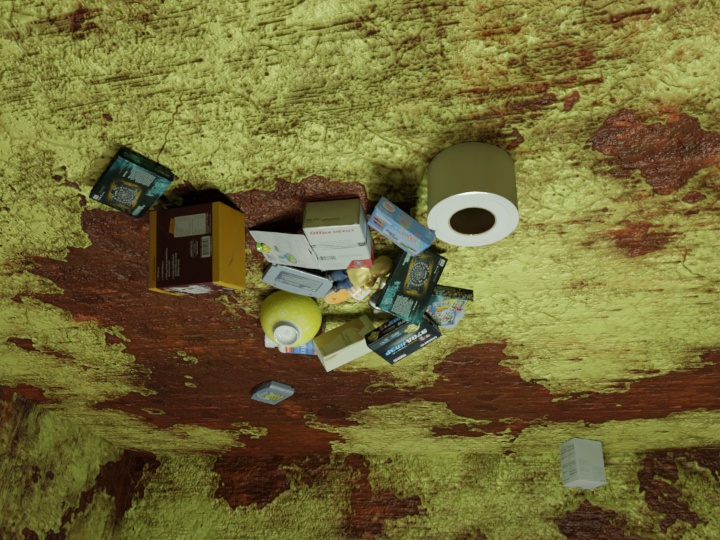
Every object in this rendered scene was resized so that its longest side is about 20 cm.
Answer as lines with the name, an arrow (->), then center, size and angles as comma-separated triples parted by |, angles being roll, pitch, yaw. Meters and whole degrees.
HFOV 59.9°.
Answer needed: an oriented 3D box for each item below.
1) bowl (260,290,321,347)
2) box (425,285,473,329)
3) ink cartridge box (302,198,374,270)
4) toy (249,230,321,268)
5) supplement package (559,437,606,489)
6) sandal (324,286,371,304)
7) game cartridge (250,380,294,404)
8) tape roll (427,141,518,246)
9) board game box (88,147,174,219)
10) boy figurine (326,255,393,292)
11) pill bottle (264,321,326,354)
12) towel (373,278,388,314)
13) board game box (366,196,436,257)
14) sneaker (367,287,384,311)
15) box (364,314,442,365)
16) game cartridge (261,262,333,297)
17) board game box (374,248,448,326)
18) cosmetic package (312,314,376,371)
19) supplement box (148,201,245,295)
bowl -> -0.224, 0.171, 1.951 | 0.197, 0.108, 0.202 | 1, 122, 2
box -> 0.255, 0.116, 1.944 | 0.135, 0.038, 0.201 | 9, 148, -7
ink cartridge box -> -0.052, -0.090, 1.600 | 0.145, 0.084, 0.201 | -3, 148, 11
toy -> -0.191, -0.067, 1.652 | 0.198, 0.047, 0.116 | 4, 136, 35
supplement package -> 1.080, 0.942, 3.046 | 0.150, 0.202, 0.151 | 10, 149, -10
sandal -> -0.022, 0.066, 1.852 | 0.206, 0.060, 0.079 | -33, 137, 31
game cartridge -> -0.388, 0.528, 2.698 | 0.132, 0.041, 0.200 | 25, 143, -24
tape roll -> 0.247, -0.165, 1.389 | 0.200, 0.141, 0.203 | 4, 149, 2
board game box -> -0.553, -0.203, 1.507 | 0.134, 0.028, 0.199 | 25, 141, -32
boy figurine -> 0.000, 0.000, 1.748 | 0.198, 0.065, 0.125 | -18, 109, 30
pill bottle -> -0.217, 0.223, 2.103 | 0.197, 0.113, 0.113 | 3, 149, 1
towel -> 0.114, 0.088, 1.920 | 0.131, 0.035, 0.201 | 5, 148, -3
board game box -> 0.092, -0.099, 1.482 | 0.151, 0.037, 0.200 | 36, 173, -1
sneaker -> 0.108, 0.033, 1.725 | 0.199, 0.083, 0.122 | -22, 140, -45
box -> 0.134, 0.206, 1.967 | 0.199, 0.046, 0.159 | -32, 137, 16
game cartridge -> -0.184, 0.023, 1.846 | 0.198, 0.042, 0.133 | 17, 151, -21
board game box -> 0.138, 0.032, 1.680 | 0.134, 0.202, 0.028 | 25, 180, -21
cosmetic package -> -0.044, 0.232, 2.016 | 0.198, 0.105, 0.072 | -24, 132, -15
supplement box -> -0.407, -0.049, 1.565 | 0.197, 0.200, 0.133 | -5, 170, 17
